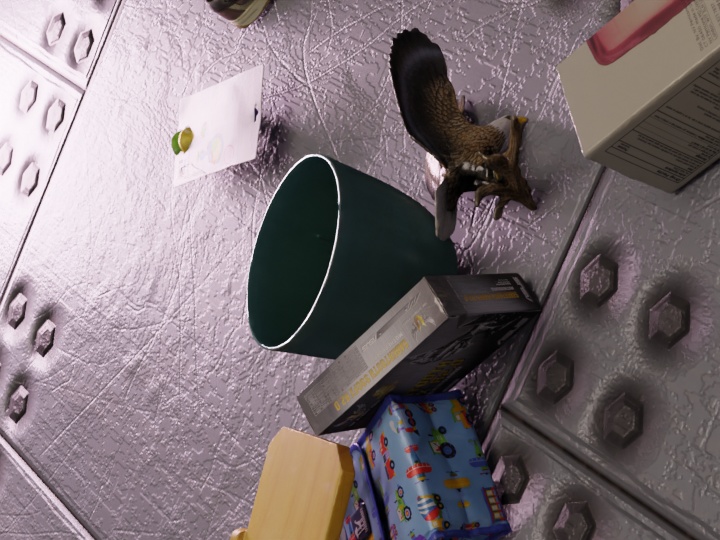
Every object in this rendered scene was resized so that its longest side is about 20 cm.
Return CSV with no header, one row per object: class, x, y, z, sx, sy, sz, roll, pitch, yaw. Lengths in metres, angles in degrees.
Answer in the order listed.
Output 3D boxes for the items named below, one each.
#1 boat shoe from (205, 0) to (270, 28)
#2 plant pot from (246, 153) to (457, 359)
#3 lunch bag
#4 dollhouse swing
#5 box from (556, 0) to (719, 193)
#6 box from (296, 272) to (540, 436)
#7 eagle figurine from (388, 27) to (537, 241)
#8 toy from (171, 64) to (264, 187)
boat shoe,-0.118,-0.387,2.167,0.201,0.066,0.072,-53,42,23
plant pot,0.000,0.000,1.791,0.200,0.160,0.202,-40,42,49
lunch bag,0.039,0.231,1.745,0.200,0.094,0.151,-48,52,45
dollhouse swing,-0.019,0.276,1.728,0.177,0.181,0.200,-62,24,-11
box,0.291,-0.177,1.552,0.200,0.127,0.110,-39,49,34
box,0.056,0.080,1.710,0.200,0.158,0.049,-44,66,30
eagle figurine,0.097,-0.130,1.776,0.200,0.150,0.153,40,118,38
toy,-0.160,-0.169,2.154,0.199,0.047,0.116,-11,71,51
